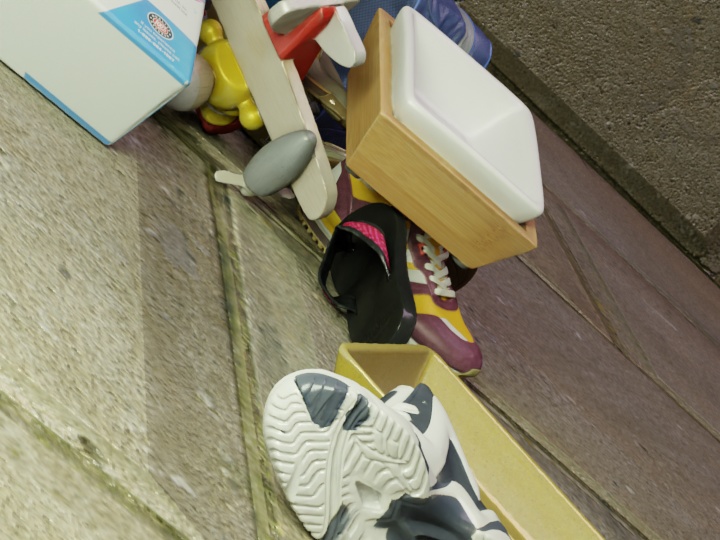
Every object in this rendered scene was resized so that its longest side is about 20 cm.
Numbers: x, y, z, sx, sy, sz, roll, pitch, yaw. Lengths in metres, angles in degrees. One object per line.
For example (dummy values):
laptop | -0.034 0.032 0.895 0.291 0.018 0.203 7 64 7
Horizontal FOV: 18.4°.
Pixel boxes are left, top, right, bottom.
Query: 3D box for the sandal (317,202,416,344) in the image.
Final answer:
sandal | 0.000 0.000 1.591 0.045 0.075 0.200 29 19 -20

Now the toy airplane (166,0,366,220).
toy airplane | -0.082 -0.155 1.630 0.200 0.141 0.199 43 -35 49

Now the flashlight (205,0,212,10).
flashlight | -0.137 -0.287 1.686 0.200 0.068 0.068 76 -13 -54

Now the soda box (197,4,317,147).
soda box | -0.122 -0.192 1.847 0.200 0.064 0.068 45 11 -4

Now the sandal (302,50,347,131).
sandal | -0.024 -0.170 1.809 0.080 0.054 0.200 41 8 -27

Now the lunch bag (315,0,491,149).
lunch bag | 0.018 -0.187 1.981 0.132 0.200 0.136 38 8 -43

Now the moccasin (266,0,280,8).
moccasin | -0.116 -0.280 1.850 0.200 0.080 0.068 52 15 -55

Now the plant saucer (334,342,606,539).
plant saucer | 0.066 0.134 1.397 0.200 0.048 0.200 47 11 14

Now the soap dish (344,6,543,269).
soap dish | 0.060 -0.100 1.671 0.157 0.081 0.200 39 22 -19

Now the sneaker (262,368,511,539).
sneaker | 0.004 0.098 1.227 0.199 0.079 0.130 38 12 -34

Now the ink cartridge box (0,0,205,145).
ink cartridge box | -0.180 -0.203 1.483 0.145 0.085 0.200 40 32 -25

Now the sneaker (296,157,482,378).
sneaker | 0.039 -0.008 1.700 0.200 0.090 0.075 48 12 18

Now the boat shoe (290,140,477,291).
boat shoe | 0.018 -0.049 1.829 0.200 0.072 0.065 31 18 -32
